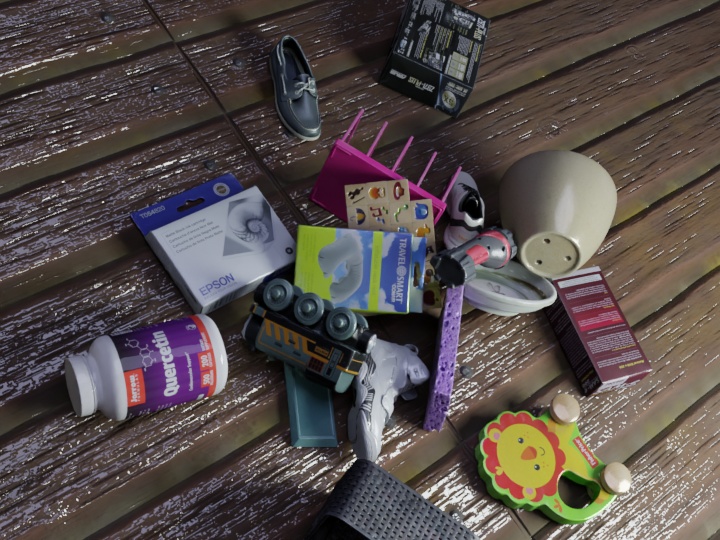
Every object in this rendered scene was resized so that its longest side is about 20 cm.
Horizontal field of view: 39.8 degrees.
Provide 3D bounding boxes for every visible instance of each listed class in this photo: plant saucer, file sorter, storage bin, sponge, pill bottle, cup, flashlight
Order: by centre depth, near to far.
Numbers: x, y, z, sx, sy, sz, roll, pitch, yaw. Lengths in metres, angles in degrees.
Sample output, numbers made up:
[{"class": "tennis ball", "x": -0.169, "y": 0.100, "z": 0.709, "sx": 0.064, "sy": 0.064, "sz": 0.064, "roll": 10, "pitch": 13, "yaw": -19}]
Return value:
[{"class": "storage bin", "x": 0.041, "y": 0.354, "z": 1.293, "sx": 0.199, "sy": 0.136, "sz": 0.094, "roll": 35, "pitch": 53, "yaw": 3}, {"class": "pill bottle", "x": -0.284, "y": 0.131, "z": 1.321, "sx": 0.198, "sy": 0.113, "sz": 0.113, "roll": -13, "pitch": 64, "yaw": -28}, {"class": "plant saucer", "x": -0.075, "y": 0.159, "z": 1.448, "sx": 0.069, "sy": 0.019, "sz": 0.202, "roll": 3, "pitch": 59, "yaw": -19}, {"class": "sponge", "x": 0.126, "y": 0.127, "z": 1.488, "sx": 0.029, "sy": 0.112, "sz": 0.202, "roll": 10, "pitch": 54, "yaw": 2}, {"class": "flashlight", "x": 0.178, "y": -0.017, "z": 1.524, "sx": 0.200, "sy": 0.067, "sz": 0.069, "roll": -28, "pitch": 102, "yaw": -60}, {"class": "plant saucer", "x": 0.213, "y": 0.027, "z": 1.596, "sx": 0.197, "sy": 0.051, "sz": 0.201, "roll": 15, "pitch": 19, "yaw": -5}, {"class": "file sorter", "x": 0.044, "y": -0.147, "z": 1.618, "sx": 0.198, "sy": 0.139, "sz": 0.126, "roll": 31, "pitch": 50, "yaw": -1}, {"class": "cup", "x": 0.317, "y": -0.073, "z": 1.630, "sx": 0.198, "sy": 0.201, "sz": 0.144, "roll": 22, "pitch": 47, "yaw": -7}]

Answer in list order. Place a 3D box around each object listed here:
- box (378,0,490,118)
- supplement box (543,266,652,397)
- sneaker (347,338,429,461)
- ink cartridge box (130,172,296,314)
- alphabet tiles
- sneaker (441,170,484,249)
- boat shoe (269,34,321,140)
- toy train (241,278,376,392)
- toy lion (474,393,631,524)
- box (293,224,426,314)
[{"class": "box", "x": 0.140, "y": -0.409, "z": 1.855, "sx": 0.162, "sy": 0.086, "sz": 0.202, "roll": 22, "pitch": 54, "yaw": -7}, {"class": "supplement box", "x": 0.383, "y": 0.099, "z": 1.642, "sx": 0.107, "sy": 0.061, "sz": 0.202, "roll": -9, "pitch": 62, "yaw": -25}, {"class": "sneaker", "x": 0.042, "y": 0.183, "z": 1.441, "sx": 0.113, "sy": 0.075, "sz": 0.202, "roll": 7, "pitch": 53, "yaw": -14}, {"class": "ink cartridge box", "x": -0.216, "y": -0.053, "z": 1.512, "sx": 0.198, "sy": 0.041, "sz": 0.201, "roll": -28, "pitch": 72, "yaw": -33}, {"class": "alphabet tiles", "x": 0.033, "y": -0.035, "z": 1.524, "sx": 0.164, "sy": 0.008, "sz": 0.203, "roll": -6, "pitch": 91, "yaw": 0}, {"class": "sneaker", "x": 0.182, "y": -0.111, "z": 1.670, "sx": 0.073, "sy": 0.081, "sz": 0.201, "roll": 13, "pitch": 39, "yaw": -9}, {"class": "boat shoe", "x": -0.110, "y": -0.316, "z": 1.709, "sx": 0.072, "sy": 0.062, "sz": 0.202, "roll": -5, "pitch": 61, "yaw": -25}, {"class": "toy train", "x": -0.077, "y": 0.090, "z": 1.414, "sx": 0.198, "sy": 0.085, "sz": 0.115, "roll": 23, "pitch": 87, "yaw": 19}, {"class": "toy lion", "x": 0.275, "y": 0.292, "z": 1.481, "sx": 0.190, "sy": 0.069, "sz": 0.201, "roll": -29, "pitch": 73, "yaw": -26}, {"class": "box", "x": 0.000, "y": 0.000, "z": 1.497, "sx": 0.197, "sy": 0.048, "sz": 0.124, "roll": 4, "pitch": 89, "yaw": 0}]
